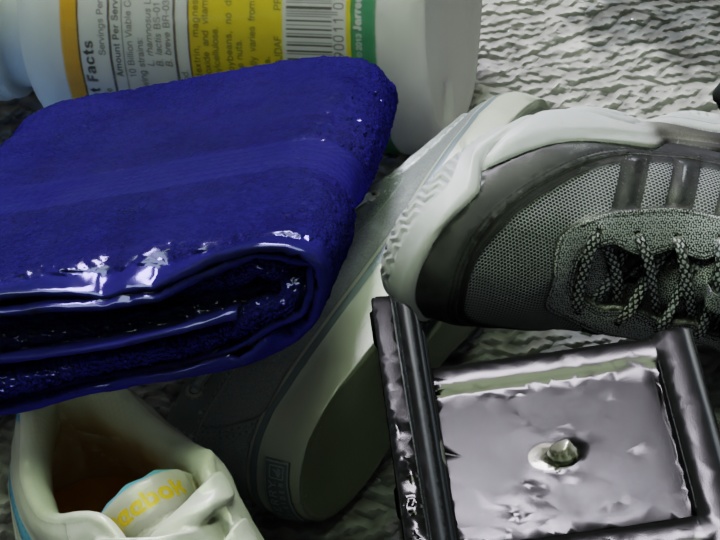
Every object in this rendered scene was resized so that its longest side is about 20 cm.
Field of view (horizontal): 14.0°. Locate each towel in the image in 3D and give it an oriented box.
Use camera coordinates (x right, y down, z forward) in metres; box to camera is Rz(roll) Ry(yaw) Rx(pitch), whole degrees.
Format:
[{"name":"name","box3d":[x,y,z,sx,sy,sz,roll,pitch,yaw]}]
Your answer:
[{"name":"towel","box3d":[-0.066,-0.013,0.964,0.147,0.050,0.200,-8,20,11]}]

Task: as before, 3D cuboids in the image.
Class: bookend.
[{"name":"bookend","box3d":[0.113,0.091,0.859,0.199,0.092,0.199,-7,39,0]}]

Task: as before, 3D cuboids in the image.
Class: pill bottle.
[{"name":"pill bottle","box3d":[-0.061,-0.103,1.115,0.199,0.113,0.113,3,40,14]}]

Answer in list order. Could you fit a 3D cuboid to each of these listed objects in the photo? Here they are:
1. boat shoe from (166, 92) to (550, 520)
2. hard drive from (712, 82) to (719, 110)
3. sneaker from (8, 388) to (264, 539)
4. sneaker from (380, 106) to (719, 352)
[{"name":"boat shoe","box3d":[0.000,0.001,1.009,0.071,0.070,0.201,17,48,24]},{"name":"hard drive","box3d":[0.224,-0.100,0.940,0.139,0.033,0.200,33,84,30]},{"name":"sneaker","box3d":[-0.051,0.108,0.879,0.076,0.081,0.200,-26,43,-22]},{"name":"sneaker","box3d":[0.112,0.003,0.954,0.200,0.076,0.114,-8,37,-32]}]
